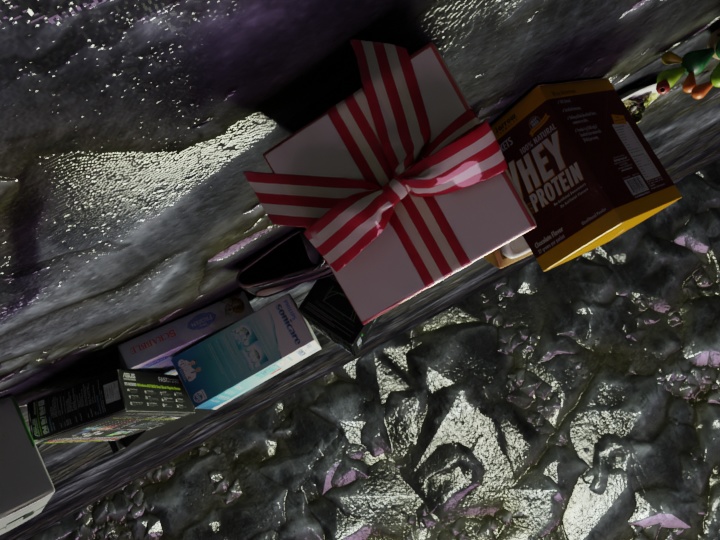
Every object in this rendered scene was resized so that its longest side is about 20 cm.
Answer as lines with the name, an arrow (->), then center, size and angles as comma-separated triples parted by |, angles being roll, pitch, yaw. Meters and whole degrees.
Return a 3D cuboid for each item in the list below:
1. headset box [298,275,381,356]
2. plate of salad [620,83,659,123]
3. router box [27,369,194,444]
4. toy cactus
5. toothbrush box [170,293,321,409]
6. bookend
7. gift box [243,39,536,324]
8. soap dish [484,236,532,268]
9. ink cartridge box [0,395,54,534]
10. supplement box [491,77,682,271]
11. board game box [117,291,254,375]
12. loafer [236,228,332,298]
headset box -> 0.009, 0.011, 1.090 | 0.201, 0.092, 0.174 | -56, 173, -9
plate of salad -> 0.431, -0.249, 1.271 | 0.199, 0.048, 0.200 | -28, 169, -6
router box -> -0.356, 0.201, 1.093 | 0.149, 0.063, 0.200 | -21, 164, 10
toy cactus -> 0.519, -0.328, 1.079 | 0.200, 0.102, 0.165 | -38, -175, 30
toothbrush box -> -0.168, 0.127, 1.145 | 0.199, 0.086, 0.146 | -30, 170, -6
bookend -> -0.343, 0.228, 1.370 | 0.199, 0.093, 0.198 | -14, 160, -50
gift box -> 0.026, -0.083, 0.645 | 0.184, 0.201, 0.187 | -35, -176, 14
soap dish -> 0.266, -0.109, 1.235 | 0.199, 0.159, 0.081 | -23, -175, -26
ink cartridge box -> -0.502, 0.278, 1.042 | 0.083, 0.147, 0.200 | -22, 169, -35
supplement box -> 0.293, -0.136, 1.019 | 0.196, 0.201, 0.133 | -18, 166, -44
board game box -> -0.273, 0.117, 1.162 | 0.199, 0.041, 0.200 | -25, 169, -24
loafer -> -0.073, -0.021, 0.974 | 0.199, 0.072, 0.063 | -29, 166, 17
